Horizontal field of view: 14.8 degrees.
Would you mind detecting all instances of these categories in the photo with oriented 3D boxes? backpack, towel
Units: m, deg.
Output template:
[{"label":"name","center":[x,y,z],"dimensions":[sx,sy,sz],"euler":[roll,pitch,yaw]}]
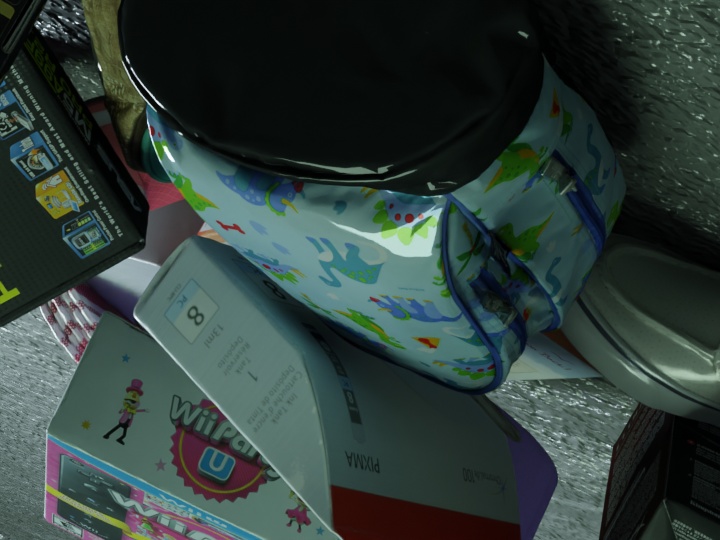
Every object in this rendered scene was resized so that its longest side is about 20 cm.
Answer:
[{"label":"backpack","center":[0.016,-0.040,1.017],"dimensions":[0.162,0.155,0.200],"euler":[16,-179,25]},{"label":"towel","center":[-0.156,0.013,1.515],"dimensions":[0.200,0.030,0.146],"euler":[53,-175,23]}]

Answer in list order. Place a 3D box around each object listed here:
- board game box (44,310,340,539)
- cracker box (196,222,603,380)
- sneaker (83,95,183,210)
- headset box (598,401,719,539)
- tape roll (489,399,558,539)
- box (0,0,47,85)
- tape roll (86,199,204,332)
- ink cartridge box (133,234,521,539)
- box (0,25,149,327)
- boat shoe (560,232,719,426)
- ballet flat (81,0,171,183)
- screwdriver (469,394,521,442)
[{"label":"board game box","center":[-0.069,0.101,1.272],"dimensions":[0.147,0.064,0.200],"euler":[26,161,1]},{"label":"cracker box","center":[0.024,-0.007,1.239],"dimensions":[0.134,0.058,0.200],"euler":[35,165,-18]},{"label":"sneaker","center":[-0.146,-0.021,1.284],"dimensions":[0.199,0.087,0.074],"euler":[-12,155,-17]},{"label":"headset box","center":[0.181,0.113,1.171],"dimensions":[0.148,0.075,0.200],"euler":[27,-157,-3]},{"label":"tape roll","center":[-0.006,0.090,1.360],"dimensions":[0.199,0.066,0.200],"euler":[25,163,8]},{"label":"box","center":[-0.184,-0.150,0.920],"dimensions":[0.199,0.162,0.049],"euler":[29,165,-7]},{"label":"tape roll","center":[-0.047,0.014,1.438],"dimensions":[0.200,0.066,0.200],"euler":[26,165,7]},{"label":"ink cartridge box","center":[0.021,0.074,1.100],"dimensions":[0.200,0.047,0.160],"euler":[44,-168,30]},{"label":"box","center":[-0.206,-0.060,1.176],"dimensions":[0.201,0.160,0.044],"euler":[59,-170,-21]},{"label":"boat shoe","center":[0.171,0.034,1.117],"dimensions":[0.199,0.071,0.070],"euler":[32,139,2]},{"label":"ballet flat","center":[-0.083,-0.095,1.160],"dimensions":[0.065,0.070,0.200],"euler":[53,166,10]},{"label":"screwdriver","center":[0.000,0.000,1.131],"dimensions":[0.200,0.028,0.029],"euler":[48,-171,-7]}]
